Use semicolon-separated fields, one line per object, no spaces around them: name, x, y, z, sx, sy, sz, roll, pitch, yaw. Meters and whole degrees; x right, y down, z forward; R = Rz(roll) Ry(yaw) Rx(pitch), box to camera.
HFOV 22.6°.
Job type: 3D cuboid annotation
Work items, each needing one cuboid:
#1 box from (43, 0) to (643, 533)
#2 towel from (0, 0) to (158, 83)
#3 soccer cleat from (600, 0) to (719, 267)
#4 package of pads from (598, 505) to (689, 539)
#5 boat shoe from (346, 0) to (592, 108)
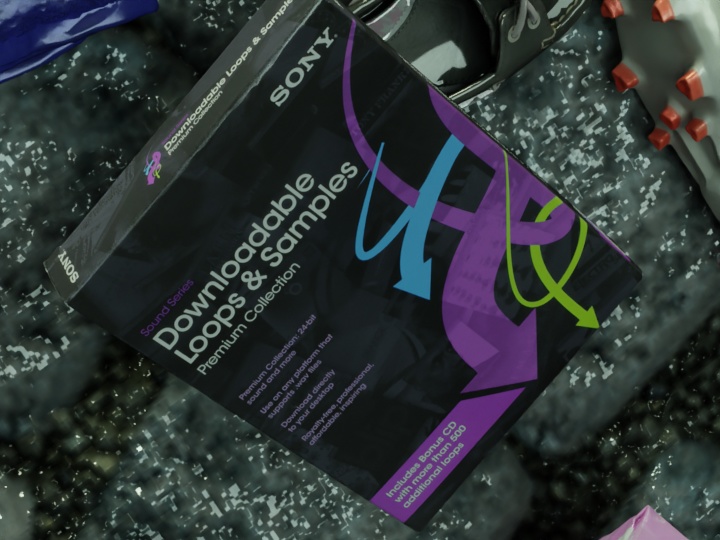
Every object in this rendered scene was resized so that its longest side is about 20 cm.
box;0.000;0.000;0.682;0.199;0.036;0.143;36;98;-34
towel;-0.173;-0.159;0.643;0.147;0.049;0.202;-25;104;-21
soccer cleat;0.167;-0.064;0.759;0.077;0.069;0.201;-38;114;-15
package of pads;0.138;0.197;0.742;0.200;0.120;0.076;41;43;-13
boat shoe;0.021;-0.083;0.692;0.199;0.057;0.067;-32;111;-1
